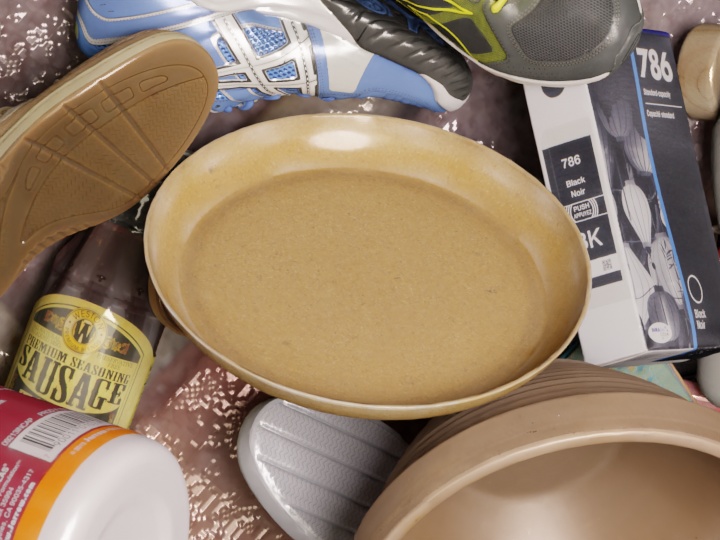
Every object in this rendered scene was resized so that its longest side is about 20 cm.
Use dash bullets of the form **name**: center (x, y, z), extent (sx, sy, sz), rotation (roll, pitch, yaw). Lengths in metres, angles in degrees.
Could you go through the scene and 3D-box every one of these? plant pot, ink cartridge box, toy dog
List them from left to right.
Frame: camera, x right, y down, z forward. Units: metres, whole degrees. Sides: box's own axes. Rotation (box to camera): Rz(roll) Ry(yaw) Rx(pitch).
- **plant pot**: center (0.003, 0.000, 1.089), extent (0.199, 0.200, 0.028), rotation (-6, 132, -16)
- **plant pot**: center (0.088, 0.106, 1.110), extent (0.200, 0.093, 0.201), rotation (-7, 137, -6)
- **ink cartridge box**: center (0.123, -0.055, 1.167), extent (0.099, 0.039, 0.201), rotation (-2, 76, -55)
- **toy dog**: center (0.209, -0.036, 1.234), extent (0.096, 0.132, 0.201), rotation (8, 109, -51)

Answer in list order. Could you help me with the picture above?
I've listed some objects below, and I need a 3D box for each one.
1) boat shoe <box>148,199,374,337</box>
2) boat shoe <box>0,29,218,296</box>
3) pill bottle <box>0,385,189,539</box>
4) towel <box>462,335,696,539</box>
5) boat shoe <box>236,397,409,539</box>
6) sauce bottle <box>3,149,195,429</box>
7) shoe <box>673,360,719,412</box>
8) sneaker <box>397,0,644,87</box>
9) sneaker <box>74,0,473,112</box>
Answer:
- **boat shoe**: center (0.000, 0.000, 1.160), extent (0.199, 0.070, 0.071), rotation (-9, 106, -32)
- **boat shoe**: center (-0.154, -0.048, 1.114), extent (0.200, 0.065, 0.071), rotation (-38, 133, 4)
- **pill bottle**: center (-0.184, 0.101, 1.080), extent (0.113, 0.199, 0.113), rotation (-41, 139, -48)
- **towel**: center (0.128, 0.134, 1.211), extent (0.147, 0.022, 0.200), rotation (-40, 109, -9)
- **boat shoe**: center (0.012, 0.126, 1.214), extent (0.200, 0.071, 0.072), rotation (34, 71, -24)
- **sauce bottle**: center (-0.128, 0.033, 1.156), extent (0.066, 0.066, 0.201), rotation (17, 95, -20)
- **shoe**: center (0.218, 0.100, 1.275), extent (0.199, 0.071, 0.091), rotation (10, 104, -15)
- **sneaker**: center (0.033, -0.143, 1.110), extent (0.199, 0.085, 0.075), rotation (29, 99, 20)
- **sneaker**: center (-0.042, -0.112, 1.157), extent (0.199, 0.076, 0.077), rotation (19, 113, -17)
